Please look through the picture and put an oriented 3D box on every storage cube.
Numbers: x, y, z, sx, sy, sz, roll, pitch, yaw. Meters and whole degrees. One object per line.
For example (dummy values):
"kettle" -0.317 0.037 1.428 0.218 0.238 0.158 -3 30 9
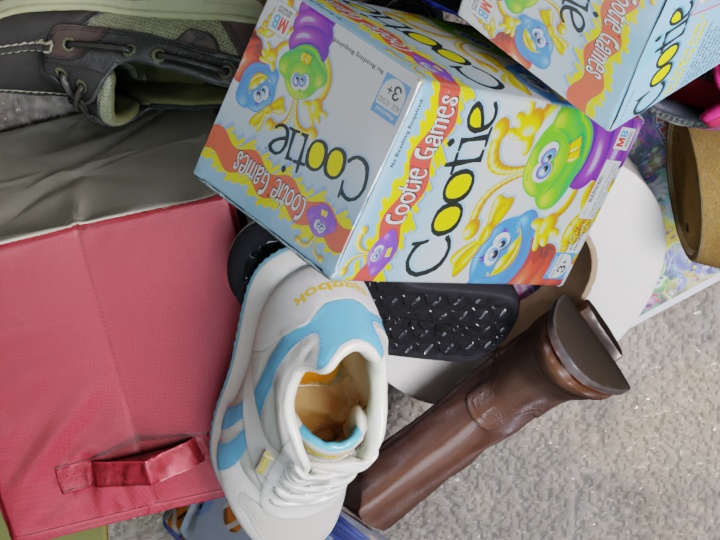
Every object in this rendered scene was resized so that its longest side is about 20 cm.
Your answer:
"storage cube" -0.138 0.020 1.077 0.170 0.200 0.181 -13 116 -2

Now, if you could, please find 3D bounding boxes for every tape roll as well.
"tape roll" 0.089 0.000 1.148 0.201 0.037 0.204 -12 133 -13

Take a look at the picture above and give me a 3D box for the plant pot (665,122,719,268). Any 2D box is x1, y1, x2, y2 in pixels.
"plant pot" 0.287 -0.065 1.109 0.198 0.187 0.187 -6 121 -2

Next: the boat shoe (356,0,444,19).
"boat shoe" 0.001 -0.077 1.116 0.074 0.066 0.200 20 115 -22

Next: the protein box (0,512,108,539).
"protein box" -0.254 0.221 1.169 0.198 0.199 0.136 -3 121 -8

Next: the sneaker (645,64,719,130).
"sneaker" 0.148 -0.134 1.052 0.074 0.199 0.081 -21 125 -48

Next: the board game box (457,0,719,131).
"board game box" 0.159 -0.170 0.930 0.200 0.103 0.105 -31 152 -39

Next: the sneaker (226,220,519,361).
"sneaker" 0.000 0.000 1.031 0.199 0.083 0.072 16 121 -41

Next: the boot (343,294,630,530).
"boot" 0.059 0.095 1.099 0.199 0.186 0.064 -34 83 10

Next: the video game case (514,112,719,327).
"video game case" 0.173 -0.034 1.200 0.199 0.018 0.144 -29 120 7

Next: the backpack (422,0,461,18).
"backpack" 0.051 -0.235 0.980 0.163 0.168 0.200 -45 151 17

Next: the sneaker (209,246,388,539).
"sneaker" -0.030 0.084 0.972 0.076 0.081 0.201 -10 134 -18

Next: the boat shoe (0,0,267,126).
"boat shoe" -0.136 -0.113 1.039 0.199 0.066 0.072 -3 158 13

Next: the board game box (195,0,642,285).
"board game box" 0.034 -0.063 0.943 0.199 0.105 0.103 1 120 -52

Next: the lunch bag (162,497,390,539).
"lunch bag" -0.023 0.184 1.190 0.160 0.200 0.076 34 84 -41
